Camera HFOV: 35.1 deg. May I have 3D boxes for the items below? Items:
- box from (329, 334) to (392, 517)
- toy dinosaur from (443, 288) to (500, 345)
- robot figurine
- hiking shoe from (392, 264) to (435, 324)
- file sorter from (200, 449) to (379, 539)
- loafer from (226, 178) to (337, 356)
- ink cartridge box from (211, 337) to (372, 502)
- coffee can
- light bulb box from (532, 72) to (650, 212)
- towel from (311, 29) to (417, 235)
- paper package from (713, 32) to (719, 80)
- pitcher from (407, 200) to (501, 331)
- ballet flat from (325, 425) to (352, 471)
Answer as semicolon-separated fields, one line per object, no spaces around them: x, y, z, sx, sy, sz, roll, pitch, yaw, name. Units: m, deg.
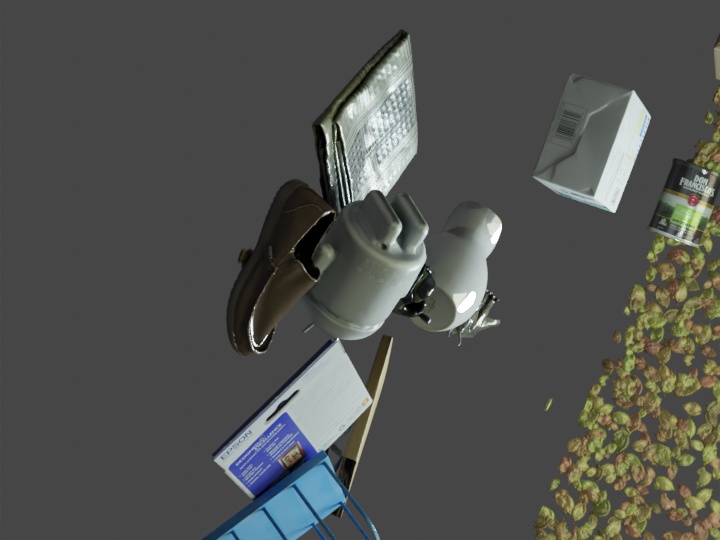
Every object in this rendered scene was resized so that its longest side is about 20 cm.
0.002;0.213;1.559;0.164;0.021;0.201;102;6;-51;box
0.176;0.071;1.878;0.103;0.077;0.200;-55;161;0;toy dinosaur
0.000;0.000;1.324;0.168;0.114;0.201;5;132;-35;robot figurine
0.055;-0.010;1.482;0.076;0.100;0.201;-56;154;-27;hiking shoe
-0.081;0.350;1.399;0.199;0.123;0.139;-35;148;-13;file sorter
-0.084;0.004;1.232;0.073;0.070;0.202;9;103;-66;loafer
-0.084;0.177;1.362;0.197;0.047;0.201;-43;148;-11;ink cartridge box
0.863;-0.178;3.023;0.146;0.145;0.202;3;108;-65;coffee can
0.418;-0.225;2.048;0.200;0.124;0.200;14;97;-67;light bulb box
0.014;-0.155;1.351;0.200;0.034;0.194;-51;152;-32;towel
1.031;-0.561;2.992;0.104;0.189;0.200;-67;157;-7;paper package
0.122;0.016;1.654;0.200;0.120;0.173;-56;172;-51;pitcher
-0.048;0.217;1.503;0.068;0.067;0.202;-24;131;-57;ballet flat
